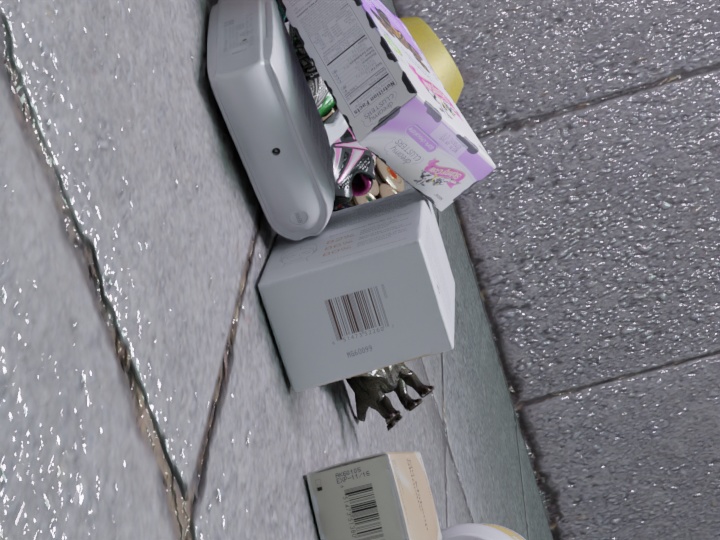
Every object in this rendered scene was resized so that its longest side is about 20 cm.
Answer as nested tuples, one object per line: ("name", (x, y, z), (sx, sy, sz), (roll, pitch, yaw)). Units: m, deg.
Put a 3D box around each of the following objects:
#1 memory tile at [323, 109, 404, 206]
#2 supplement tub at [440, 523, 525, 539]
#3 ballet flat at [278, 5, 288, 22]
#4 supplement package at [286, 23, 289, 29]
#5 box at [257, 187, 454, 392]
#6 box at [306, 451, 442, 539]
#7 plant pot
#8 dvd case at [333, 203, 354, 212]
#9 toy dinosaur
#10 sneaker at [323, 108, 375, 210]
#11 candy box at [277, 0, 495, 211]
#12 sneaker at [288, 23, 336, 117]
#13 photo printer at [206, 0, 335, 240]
("memory tile", (-0.013, -0.117, 1.872), (0.200, 0.017, 0.154), (39, 28, -31))
("supplement tub", (0.123, 0.344, 1.806), (0.200, 0.144, 0.147), (40, 35, -76))
("ballet flat", (-0.076, -0.290, 1.675), (0.200, 0.067, 0.069), (-2, -110, 71))
("supplement package", (-0.067, -0.356, 1.882), (0.200, 0.113, 0.111), (51, 24, -68))
("box", (0.002, 0.013, 1.550), (0.200, 0.151, 0.107), (-75, 148, -73))
("box", (0.015, 0.216, 1.533), (0.200, 0.077, 0.096), (24, 50, -79))
("plant pot", (0.041, -0.224, 2.050), (0.201, 0.141, 0.200), (55, -2, 2))
("dvd case", (0.000, 0.000, 1.751), (0.200, 0.022, 0.147), (24, -46, 67))
("toy dinosaur", (0.015, 0.106, 1.720), (0.103, 0.077, 0.200), (52, -5, 8))
("sneaker", (-0.017, -0.118, 1.762), (0.087, 0.080, 0.200), (50, 37, -6))
("candy box", (0.022, -0.174, 1.561), (0.168, 0.071, 0.201), (35, 21, -55))
("sneaker", (-0.053, -0.246, 1.768), (0.085, 0.077, 0.202), (38, 64, -64))
("photo printer", (-0.078, -0.138, 1.557), (0.167, 0.069, 0.201), (-96, 167, -54))
